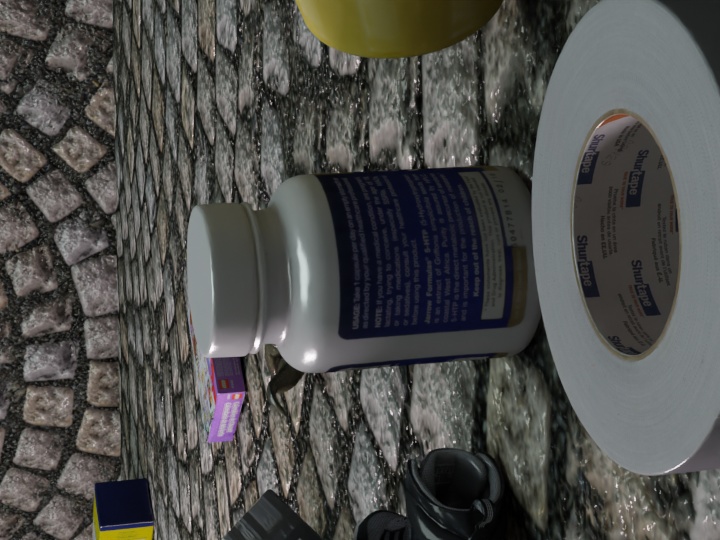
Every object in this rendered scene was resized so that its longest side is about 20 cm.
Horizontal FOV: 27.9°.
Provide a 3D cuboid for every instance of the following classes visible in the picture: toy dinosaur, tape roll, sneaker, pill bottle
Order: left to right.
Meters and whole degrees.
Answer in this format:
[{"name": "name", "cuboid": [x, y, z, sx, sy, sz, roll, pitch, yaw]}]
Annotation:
[{"name": "toy dinosaur", "cuboid": [-0.073, 0.064, 1.435, 0.103, 0.076, 0.201, 87, 165, -53]}, {"name": "pill bottle", "cuboid": [0.000, 0.000, 0.877, 0.120, 0.198, 0.121, 177, 90, -74]}, {"name": "sneaker", "cuboid": [0.050, 0.170, 0.979, 0.200, 0.075, 0.115, -157, 65, -66]}, {"name": "tape roll", "cuboid": [0.140, -0.017, 0.617, 0.200, 0.065, 0.203, 176, 90, -74]}]

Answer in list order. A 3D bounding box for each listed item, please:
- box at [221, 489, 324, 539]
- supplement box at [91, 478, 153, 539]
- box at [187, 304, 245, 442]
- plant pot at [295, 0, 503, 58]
[{"name": "box", "cuboid": [-0.008, 0.241, 0.990, 0.157, 0.050, 0.200, 40, 167, 20]}, {"name": "supplement box", "cuboid": [-0.480, 0.524, 2.917, 0.201, 0.108, 0.109, 103, 158, -45]}, {"name": "box", "cuboid": [-0.190, 0.104, 1.895, 0.137, 0.039, 0.202, 109, 153, -56]}, {"name": "plant pot", "cuboid": [0.015, -0.234, 0.823, 0.202, 0.199, 0.190, -111, 7, -48]}]
